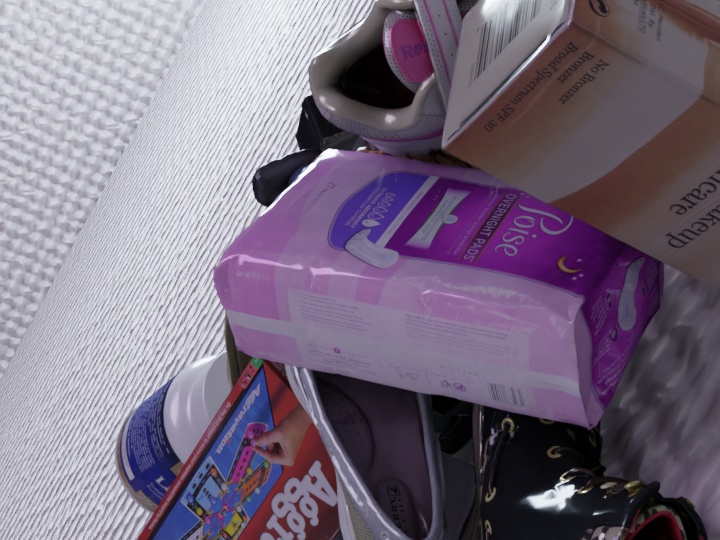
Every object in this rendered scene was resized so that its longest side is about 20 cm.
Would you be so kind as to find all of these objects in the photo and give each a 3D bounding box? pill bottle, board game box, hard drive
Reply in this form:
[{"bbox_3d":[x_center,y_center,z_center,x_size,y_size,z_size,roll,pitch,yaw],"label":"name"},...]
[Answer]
[{"bbox_3d":[-0.128,0.138,1.328,0.200,0.116,0.116,-39,30,55],"label":"pill bottle"},{"bbox_3d":[-0.068,0.150,0.910,0.019,0.103,0.200,-19,-32,-54],"label":"board game box"},{"bbox_3d":[0.025,-0.116,1.113,0.140,0.038,0.200,-21,-1,-6],"label":"hard drive"}]

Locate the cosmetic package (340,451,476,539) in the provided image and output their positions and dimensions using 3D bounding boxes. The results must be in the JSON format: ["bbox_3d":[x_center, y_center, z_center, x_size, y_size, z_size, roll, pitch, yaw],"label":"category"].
[{"bbox_3d":[-0.002,0.171,0.970,0.200,0.090,0.107,-20,47,62],"label":"cosmetic package"}]

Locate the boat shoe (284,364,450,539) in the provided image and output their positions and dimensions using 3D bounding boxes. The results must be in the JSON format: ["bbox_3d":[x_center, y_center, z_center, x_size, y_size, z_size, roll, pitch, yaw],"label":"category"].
[{"bbox_3d":[0.005,0.069,0.825,0.065,0.074,0.202,102,158,-58],"label":"boat shoe"}]

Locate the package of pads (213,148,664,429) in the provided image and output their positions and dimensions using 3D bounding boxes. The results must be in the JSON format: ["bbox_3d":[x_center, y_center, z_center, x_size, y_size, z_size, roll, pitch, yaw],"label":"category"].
[{"bbox_3d":[0.040,0.003,0.767,0.121,0.200,0.076,-52,-37,-43],"label":"package of pads"}]

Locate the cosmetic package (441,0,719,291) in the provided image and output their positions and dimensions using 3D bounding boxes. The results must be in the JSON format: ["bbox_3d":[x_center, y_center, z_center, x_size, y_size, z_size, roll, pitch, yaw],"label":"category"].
[{"bbox_3d":[0.147,-0.064,0.666,0.103,0.200,0.087,-46,26,49],"label":"cosmetic package"}]

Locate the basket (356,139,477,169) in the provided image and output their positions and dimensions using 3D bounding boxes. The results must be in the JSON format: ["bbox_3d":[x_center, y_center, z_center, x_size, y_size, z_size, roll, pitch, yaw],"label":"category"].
[{"bbox_3d":[0.107,-0.097,0.895,0.149,0.143,0.200,-59,-6,23],"label":"basket"}]

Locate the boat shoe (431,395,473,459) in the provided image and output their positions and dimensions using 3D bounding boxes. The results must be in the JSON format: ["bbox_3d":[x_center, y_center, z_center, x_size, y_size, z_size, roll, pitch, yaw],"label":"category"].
[{"bbox_3d":[0.062,0.065,0.955,0.199,0.066,0.075,-35,33,57],"label":"boat shoe"}]

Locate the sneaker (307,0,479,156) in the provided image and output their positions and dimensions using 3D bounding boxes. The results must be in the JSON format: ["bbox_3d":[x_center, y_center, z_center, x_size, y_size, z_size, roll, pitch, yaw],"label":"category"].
[{"bbox_3d":[0.057,-0.108,0.742,0.200,0.088,0.081,-27,81,33],"label":"sneaker"}]

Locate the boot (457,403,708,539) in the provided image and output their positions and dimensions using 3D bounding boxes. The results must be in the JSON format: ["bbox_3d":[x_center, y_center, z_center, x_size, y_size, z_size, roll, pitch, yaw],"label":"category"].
[{"bbox_3d":[0.113,0.101,0.751,0.154,0.073,0.204,-19,54,64],"label":"boot"}]

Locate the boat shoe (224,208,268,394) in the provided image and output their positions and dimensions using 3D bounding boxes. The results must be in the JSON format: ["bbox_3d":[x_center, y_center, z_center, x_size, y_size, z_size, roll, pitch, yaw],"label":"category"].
[{"bbox_3d":[-0.050,0.046,0.937,0.068,0.075,0.200,-110,27,-66],"label":"boat shoe"}]

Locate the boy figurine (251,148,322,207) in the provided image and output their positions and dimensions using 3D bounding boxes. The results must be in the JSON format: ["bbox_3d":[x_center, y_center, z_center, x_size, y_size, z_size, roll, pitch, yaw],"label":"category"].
[{"bbox_3d":[0.000,0.000,0.978,0.200,0.064,0.124,-131,30,-49],"label":"boy figurine"}]
